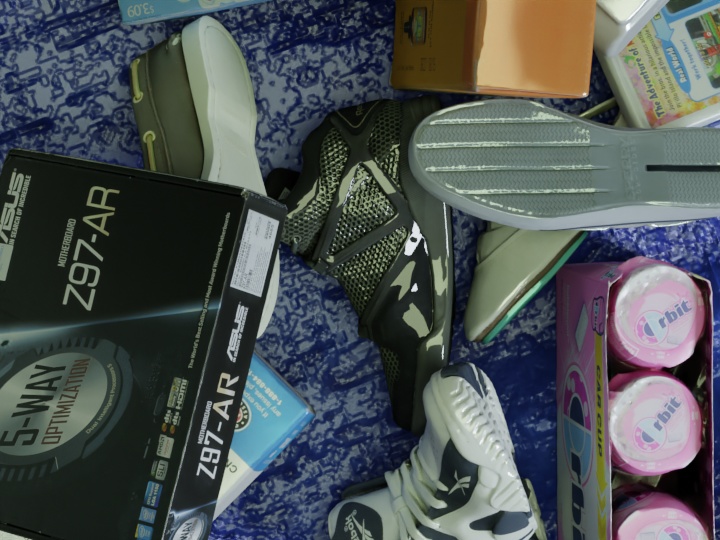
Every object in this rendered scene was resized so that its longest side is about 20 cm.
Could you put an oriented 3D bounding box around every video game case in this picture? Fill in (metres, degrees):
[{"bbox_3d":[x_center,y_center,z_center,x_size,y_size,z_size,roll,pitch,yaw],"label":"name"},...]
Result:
[{"bbox_3d":[0.208,-0.195,1.264,0.182,0.024,0.200,-22,84,-7],"label":"video game case"}]

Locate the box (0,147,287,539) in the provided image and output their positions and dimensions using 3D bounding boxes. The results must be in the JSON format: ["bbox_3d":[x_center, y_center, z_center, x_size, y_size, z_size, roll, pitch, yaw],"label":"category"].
[{"bbox_3d":[-0.136,0.045,1.122,0.160,0.044,0.200,12,85,30],"label":"box"}]

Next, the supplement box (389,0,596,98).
[{"bbox_3d":[0.068,-0.129,1.181,0.069,0.200,0.067,3,95,-14],"label":"supplement box"}]

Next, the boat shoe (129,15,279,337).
[{"bbox_3d":[-0.091,-0.045,1.193,0.060,0.072,0.202,-21,60,23],"label":"boat shoe"}]

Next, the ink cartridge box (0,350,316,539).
[{"bbox_3d":[-0.145,0.101,1.214,0.145,0.084,0.200,44,88,3],"label":"ink cartridge box"}]

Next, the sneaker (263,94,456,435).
[{"bbox_3d":[0.000,0.000,1.250,0.114,0.076,0.200,-4,106,6],"label":"sneaker"}]

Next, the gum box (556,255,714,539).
[{"bbox_3d":[0.160,0.088,1.262,0.066,0.114,0.200,-2,96,-9],"label":"gum box"}]

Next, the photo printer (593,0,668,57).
[{"bbox_3d":[0.125,-0.244,1.218,0.200,0.069,0.166,44,80,8],"label":"photo printer"}]

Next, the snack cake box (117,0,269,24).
[{"bbox_3d":[-0.041,-0.208,1.179,0.200,0.067,0.115,-8,95,20],"label":"snack cake box"}]

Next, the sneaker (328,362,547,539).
[{"bbox_3d":[0.032,0.135,1.232,0.130,0.199,0.080,-19,58,5],"label":"sneaker"}]

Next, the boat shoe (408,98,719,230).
[{"bbox_3d":[0.122,-0.048,1.206,0.200,0.067,0.074,7,73,-8],"label":"boat shoe"}]

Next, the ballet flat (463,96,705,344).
[{"bbox_3d":[0.118,-0.043,1.271,0.200,0.069,0.069,-44,101,-10],"label":"ballet flat"}]
